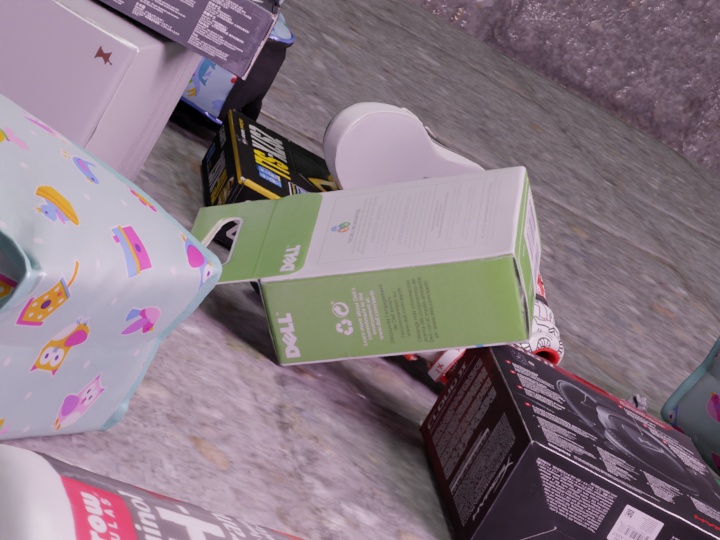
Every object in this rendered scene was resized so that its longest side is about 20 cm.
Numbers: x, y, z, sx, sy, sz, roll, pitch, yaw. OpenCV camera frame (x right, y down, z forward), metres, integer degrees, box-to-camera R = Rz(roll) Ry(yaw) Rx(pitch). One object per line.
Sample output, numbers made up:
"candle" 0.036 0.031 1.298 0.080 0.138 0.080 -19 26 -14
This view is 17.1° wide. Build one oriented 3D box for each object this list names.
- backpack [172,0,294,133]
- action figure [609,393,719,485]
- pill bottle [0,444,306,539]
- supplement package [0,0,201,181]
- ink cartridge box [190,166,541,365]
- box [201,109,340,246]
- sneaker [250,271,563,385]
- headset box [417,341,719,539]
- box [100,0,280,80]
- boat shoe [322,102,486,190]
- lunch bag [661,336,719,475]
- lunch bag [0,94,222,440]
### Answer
"backpack" -0.149 -0.212 1.812 0.199 0.148 0.183 26 10 -11
"action figure" 0.156 0.103 1.526 0.199 0.055 0.118 32 14 24
"pill bottle" -0.089 0.116 0.721 0.199 0.111 0.111 22 15 -36
"supplement package" -0.180 -0.115 1.414 0.117 0.117 0.200 32 11 3
"ink cartridge box" 0.000 0.000 1.367 0.198 0.060 0.104 -6 29 12
"box" -0.027 -0.032 1.624 0.159 0.050 0.200 27 13 -12
"sneaker" 0.035 0.028 1.474 0.200 0.067 0.109 -2 57 -33
"headset box" 0.120 0.117 1.309 0.148 0.078 0.200 28 11 -14
"box" -0.143 -0.191 1.413 0.199 0.049 0.161 28 15 -8
"boat shoe" 0.018 -0.078 1.654 0.064 0.071 0.200 39 6 29
"lunch bag" 0.332 0.134 1.630 0.200 0.122 0.170 34 5 -37
"lunch bag" -0.188 -0.024 1.023 0.200 0.122 0.170 41 15 18
